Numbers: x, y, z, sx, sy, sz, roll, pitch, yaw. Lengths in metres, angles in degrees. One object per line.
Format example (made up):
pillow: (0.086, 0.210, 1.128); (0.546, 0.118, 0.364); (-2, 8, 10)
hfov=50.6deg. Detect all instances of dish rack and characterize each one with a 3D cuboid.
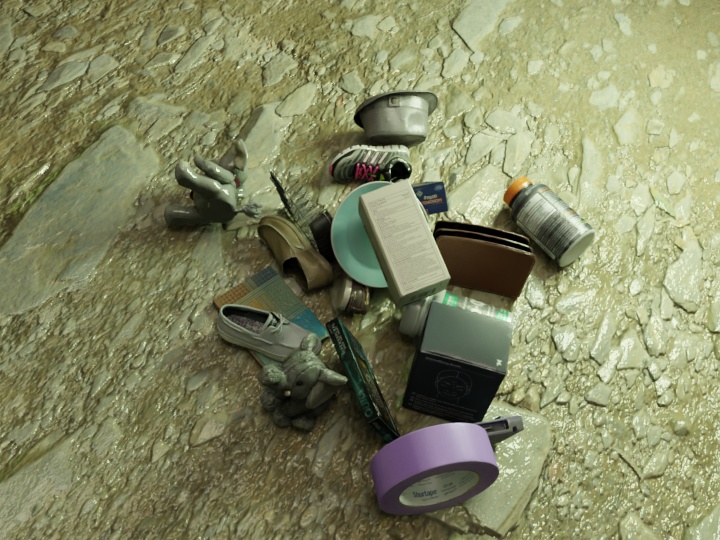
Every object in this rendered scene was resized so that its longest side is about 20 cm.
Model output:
dish rack: (-0.111, -0.115, 1.537); (0.054, 0.154, 0.201); (-33, 62, -10)

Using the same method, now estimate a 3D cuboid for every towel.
towel: (-0.171, 0.093, 1.451); (0.146, 0.022, 0.200); (-31, 62, -27)

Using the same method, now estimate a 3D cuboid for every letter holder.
letter holder: (0.243, -0.043, 1.533); (0.197, 0.143, 0.102); (11, 52, 1)

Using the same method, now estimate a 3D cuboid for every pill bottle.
pill bottle: (0.178, 0.103, 1.434); (0.197, 0.114, 0.114); (18, 53, 5)
pill bottle: (0.396, -0.112, 1.629); (0.105, 0.107, 0.200); (-28, 62, -26)

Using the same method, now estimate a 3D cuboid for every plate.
plate: (0.038, -0.069, 1.463); (0.197, 0.026, 0.204); (0, 92, -13)

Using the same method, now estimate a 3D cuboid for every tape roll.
tape roll: (0.117, 0.318, 1.210); (0.197, 0.201, 0.066); (-7, 53, -13)

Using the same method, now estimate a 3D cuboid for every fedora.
fedora: (0.085, -0.328, 1.720); (0.197, 0.177, 0.092); (-3, 74, -12)

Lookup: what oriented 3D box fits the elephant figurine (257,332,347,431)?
elephant figurine: (-0.092, 0.179, 1.278); (0.140, 0.201, 0.157); (20, 55, -1)

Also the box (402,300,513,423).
box: (0.166, 0.167, 1.330); (0.146, 0.201, 0.108); (15, 53, 3)

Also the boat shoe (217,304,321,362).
boat shoe: (-0.167, 0.110, 1.379); (0.198, 0.072, 0.071); (14, 53, 5)

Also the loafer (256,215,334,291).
loafer: (-0.139, -0.035, 1.514); (0.199, 0.077, 0.067); (38, 51, 19)

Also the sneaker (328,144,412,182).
sneaker: (0.030, -0.224, 1.679); (0.197, 0.074, 0.088); (-9, 49, -20)

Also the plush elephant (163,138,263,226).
plush elephant: (-0.290, -0.185, 1.555); (0.197, 0.166, 0.157); (8, 49, -11)

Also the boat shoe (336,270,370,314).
boat shoe: (0.000, 0.000, 1.515); (0.059, 0.072, 0.202); (20, 49, -10)

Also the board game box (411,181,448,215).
board game box: (0.088, -0.143, 1.591); (0.197, 0.200, 0.063); (-9, 97, 11)

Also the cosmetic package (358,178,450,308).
cosmetic package: (0.076, -0.048, 1.381); (0.102, 0.087, 0.203); (-18, 76, -8)

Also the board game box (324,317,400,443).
board game box: (0.005, 0.193, 1.332); (0.028, 0.136, 0.202); (-27, 58, 5)

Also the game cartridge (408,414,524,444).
game cartridge: (0.163, 0.282, 1.289); (0.197, 0.130, 0.039); (-7, 73, -13)
